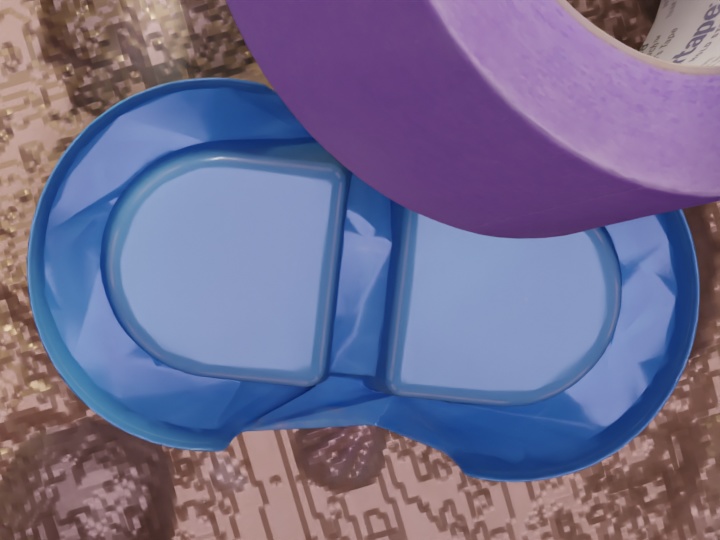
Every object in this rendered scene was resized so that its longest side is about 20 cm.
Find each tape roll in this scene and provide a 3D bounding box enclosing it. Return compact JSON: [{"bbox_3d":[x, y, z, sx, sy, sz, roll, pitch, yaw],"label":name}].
[{"bbox_3d":[0.061,-0.113,0.732,0.200,0.085,0.200,6,80,-34],"label":"tape roll"}]

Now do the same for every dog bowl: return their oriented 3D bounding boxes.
[{"bbox_3d":[0.000,0.000,0.810,0.200,0.050,0.112,6,98,-5],"label":"dog bowl"}]
